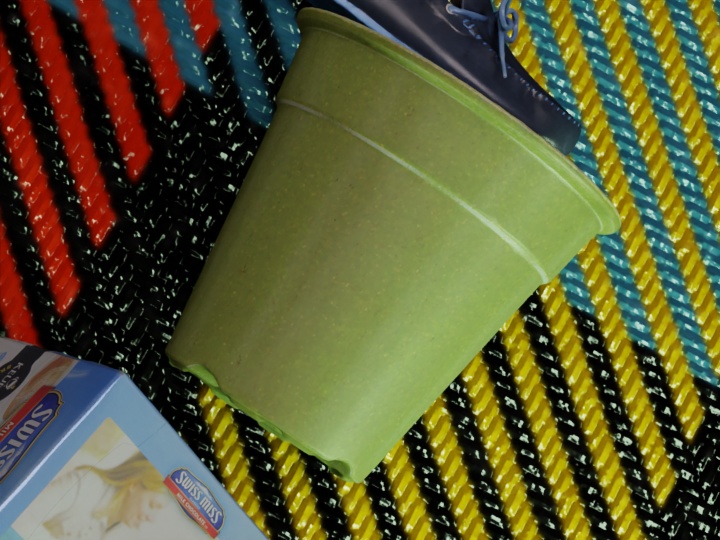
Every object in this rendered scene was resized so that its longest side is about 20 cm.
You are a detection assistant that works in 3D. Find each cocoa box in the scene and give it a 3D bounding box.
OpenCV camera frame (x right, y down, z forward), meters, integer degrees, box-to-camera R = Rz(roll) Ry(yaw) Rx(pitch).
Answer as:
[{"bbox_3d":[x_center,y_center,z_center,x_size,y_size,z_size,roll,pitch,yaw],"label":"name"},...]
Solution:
[{"bbox_3d":[-0.126,0.151,1.144,0.133,0.131,0.200,-48,119,-19],"label":"cocoa box"}]

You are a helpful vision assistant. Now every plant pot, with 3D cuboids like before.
[{"bbox_3d":[0.000,0.000,1.231,0.200,0.200,0.190,34,86,-9],"label":"plant pot"}]

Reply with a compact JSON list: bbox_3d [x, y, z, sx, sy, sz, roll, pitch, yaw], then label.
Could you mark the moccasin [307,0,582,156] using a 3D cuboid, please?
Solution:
[{"bbox_3d":[0.047,-0.137,1.306,0.200,0.080,0.068,38,84,-9],"label":"moccasin"}]
